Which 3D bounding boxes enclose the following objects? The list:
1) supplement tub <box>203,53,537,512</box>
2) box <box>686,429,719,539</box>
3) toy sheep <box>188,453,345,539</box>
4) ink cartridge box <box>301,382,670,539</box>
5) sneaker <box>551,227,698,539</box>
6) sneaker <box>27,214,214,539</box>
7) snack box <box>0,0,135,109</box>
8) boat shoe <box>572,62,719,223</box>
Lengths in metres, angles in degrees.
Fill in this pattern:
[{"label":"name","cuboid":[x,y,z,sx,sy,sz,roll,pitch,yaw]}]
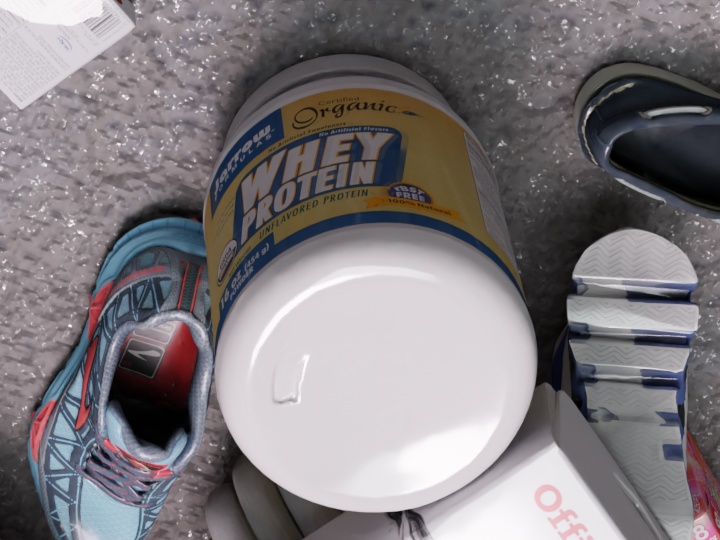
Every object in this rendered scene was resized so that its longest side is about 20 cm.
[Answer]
[{"label":"supplement tub","cuboid":[0.000,0.000,1.335,0.144,0.200,0.145,-3,122,-5]},{"label":"box","cuboid":[0.106,0.174,1.514,0.199,0.095,0.103,-26,121,10]},{"label":"toy sheep","cuboid":[-0.004,0.129,1.456,0.199,0.138,0.138,-31,120,1]},{"label":"ink cartridge box","cuboid":[0.049,0.171,1.345,0.199,0.084,0.145,-34,104,11]},{"label":"sneaker","cuboid":[0.130,0.081,1.437,0.080,0.115,0.201,8,89,5]},{"label":"sneaker","cuboid":[-0.118,0.075,1.431,0.079,0.096,0.201,11,120,-11]},{"label":"snack box","cuboid":[-0.192,-0.166,1.318,0.072,0.024,0.200,-33,119,15]},{"label":"boat shoe","cuboid":[0.201,-0.049,1.406,0.199,0.062,0.075,18,116,-17]}]
